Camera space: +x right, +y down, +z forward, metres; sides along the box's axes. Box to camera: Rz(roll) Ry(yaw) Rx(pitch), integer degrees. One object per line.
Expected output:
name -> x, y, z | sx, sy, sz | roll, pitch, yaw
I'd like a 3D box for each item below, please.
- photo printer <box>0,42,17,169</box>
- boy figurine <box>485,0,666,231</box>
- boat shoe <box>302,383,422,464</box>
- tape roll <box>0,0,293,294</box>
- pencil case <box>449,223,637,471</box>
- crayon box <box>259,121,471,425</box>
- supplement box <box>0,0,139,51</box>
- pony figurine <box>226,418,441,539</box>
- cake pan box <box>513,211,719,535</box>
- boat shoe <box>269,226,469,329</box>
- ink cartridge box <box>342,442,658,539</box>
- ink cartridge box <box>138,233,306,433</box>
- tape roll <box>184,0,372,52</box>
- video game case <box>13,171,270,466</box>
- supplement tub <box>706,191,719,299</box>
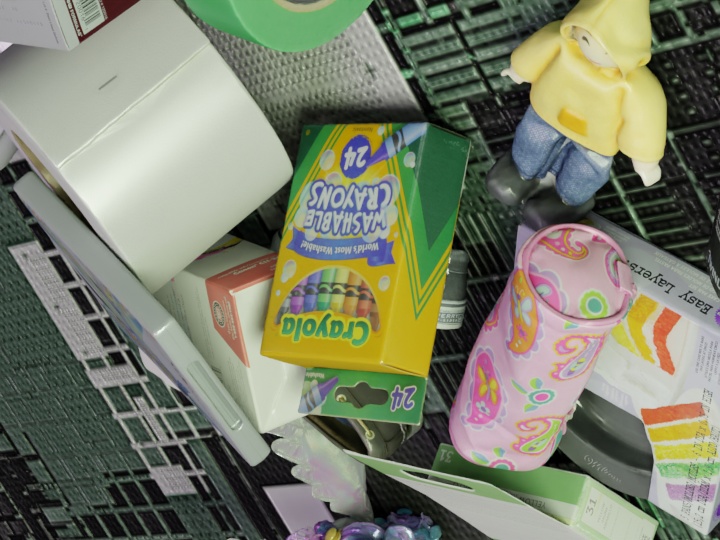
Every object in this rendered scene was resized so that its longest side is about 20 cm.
photo printer -> -0.312, -0.185, 1.945 | 0.166, 0.069, 0.200 | 47, 144, 2
boy figurine -> 0.144, -0.104, 1.543 | 0.124, 0.064, 0.200 | 42, 148, 13
boat shoe -> -0.046, 0.080, 1.920 | 0.201, 0.060, 0.072 | 34, 142, 20
tape roll -> -0.162, -0.101, 1.742 | 0.203, 0.139, 0.203 | 50, 173, 8
pencil case -> 0.119, 0.055, 1.622 | 0.087, 0.087, 0.201 | 38, 144, 14
crayon box -> 0.000, 0.000, 1.693 | 0.125, 0.202, 0.051 | 2, 169, 46
supplement box -> -0.171, -0.225, 1.644 | 0.108, 0.200, 0.061 | 11, 130, 40
pony figurine -> -0.008, 0.220, 1.939 | 0.193, 0.167, 0.200 | 34, 172, -33
cake pan box -> 0.185, 0.066, 1.672 | 0.184, 0.052, 0.201 | 32, 142, 25
boat shoe -> 0.007, -0.015, 1.774 | 0.200, 0.071, 0.068 | 23, 106, 51
ink cartridge box -> 0.103, 0.156, 1.762 | 0.145, 0.048, 0.200 | 9, 161, 43
ink cartridge box -> -0.108, 0.036, 1.850 | 0.200, 0.067, 0.117 | 21, 128, 55
tape roll -> -0.038, -0.236, 1.492 | 0.048, 0.200, 0.201 | 23, 138, 31
video game case -> -0.157, 0.035, 1.757 | 0.200, 0.022, 0.183 | 43, 170, 39
supplement tub -> 0.271, -0.062, 1.395 | 0.122, 0.122, 0.201 | 31, 142, 23
